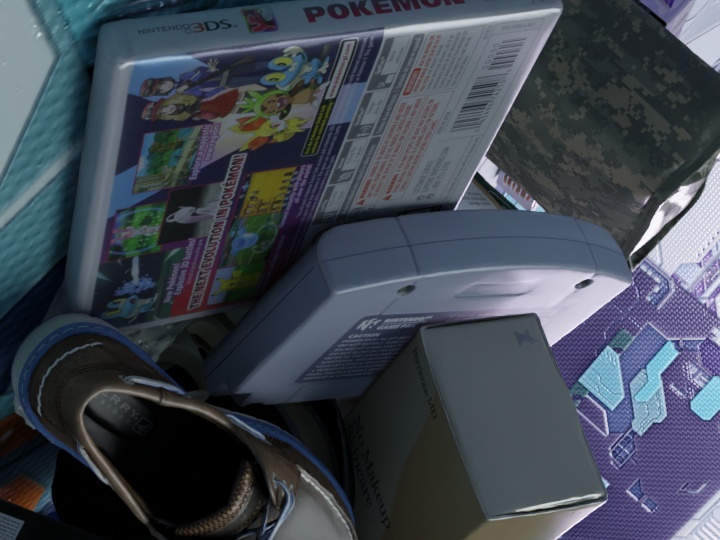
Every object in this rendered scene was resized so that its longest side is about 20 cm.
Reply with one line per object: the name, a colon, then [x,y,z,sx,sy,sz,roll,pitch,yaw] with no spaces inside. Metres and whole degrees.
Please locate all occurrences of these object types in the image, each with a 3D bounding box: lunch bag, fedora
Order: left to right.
fedora: [-0.098,0.115,0.755,0.091,0.201,0.201,13,123,-45]
lunch bag: [0.163,-0.094,0.994,0.118,0.164,0.200,-43,168,-17]

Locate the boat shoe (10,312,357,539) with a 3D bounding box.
boat shoe: [-0.068,0.097,0.628,0.072,0.200,0.072,-53,-147,0]

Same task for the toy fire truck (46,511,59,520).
toy fire truck: [-0.143,0.182,0.934,0.167,0.112,0.200,-12,150,-36]

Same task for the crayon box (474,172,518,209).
crayon box: [0.108,0.016,1.256,0.052,0.126,0.200,-42,167,-27]

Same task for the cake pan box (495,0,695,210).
cake pan box: [0.207,-0.160,1.246,0.184,0.052,0.200,-48,169,-16]

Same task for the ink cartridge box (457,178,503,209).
ink cartridge box: [0.000,0.000,0.921,0.165,0.075,0.200,-50,168,14]

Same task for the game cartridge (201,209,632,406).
game cartridge: [0.035,0.018,0.698,0.199,0.041,0.133,-1,154,-40]

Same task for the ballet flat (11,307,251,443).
ballet flat: [-0.091,0.036,0.716,0.200,0.072,0.072,-38,165,-47]

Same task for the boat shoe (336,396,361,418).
boat shoe: [0.013,0.062,0.819,0.200,0.068,0.075,-42,159,-5]

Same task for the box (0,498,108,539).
box: [-0.120,0.184,0.709,0.160,0.199,0.044,98,13,-58]

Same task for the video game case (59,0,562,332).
video game case: [-0.029,-0.042,0.593,0.181,0.023,0.200,-11,153,-23]

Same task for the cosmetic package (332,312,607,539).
cosmetic package: [0.036,0.115,0.735,0.071,0.106,0.200,-5,151,-27]
